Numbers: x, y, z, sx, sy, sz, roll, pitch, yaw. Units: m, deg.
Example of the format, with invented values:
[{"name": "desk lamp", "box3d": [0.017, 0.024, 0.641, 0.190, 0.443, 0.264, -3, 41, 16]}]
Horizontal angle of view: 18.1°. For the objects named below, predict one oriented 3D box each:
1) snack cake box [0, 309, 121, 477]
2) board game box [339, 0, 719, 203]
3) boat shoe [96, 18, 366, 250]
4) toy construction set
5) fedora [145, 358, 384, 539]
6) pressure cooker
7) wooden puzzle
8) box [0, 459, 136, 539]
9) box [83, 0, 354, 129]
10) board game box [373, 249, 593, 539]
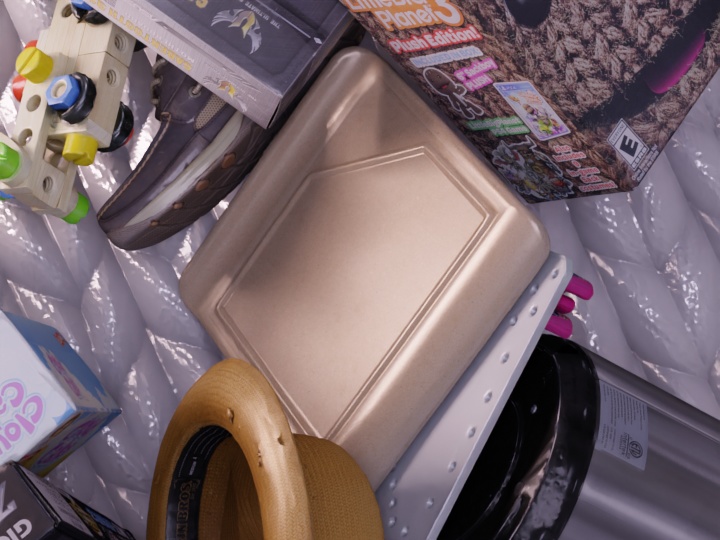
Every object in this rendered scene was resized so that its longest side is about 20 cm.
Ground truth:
[{"name": "snack cake box", "box3d": [-0.199, 0.085, 1.200, 0.115, 0.200, 0.067, -39, 87, -2]}, {"name": "board game box", "box3d": [0.097, -0.162, 1.213, 0.200, 0.097, 0.159, 45, 66, -22]}, {"name": "boat shoe", "box3d": [-0.082, -0.096, 1.281, 0.073, 0.075, 0.200, 41, 79, 10]}, {"name": "toy construction set", "box3d": [-0.188, -0.109, 1.264, 0.131, 0.092, 0.200, -4, 79, 35]}, {"name": "fedora", "box3d": [-0.041, 0.145, 1.135, 0.082, 0.201, 0.201, 3, 88, -28]}, {"name": "pressure cooker", "box3d": [0.135, 0.147, 1.209, 0.200, 0.179, 0.176, 27, 84, -22]}, {"name": "wooden puzzle", "box3d": [0.000, 0.000, 1.223, 0.185, 0.037, 0.200, -54, 46, 14]}, {"name": "box", "box3d": [-0.209, 0.196, 1.167, 0.200, 0.199, 0.050, -40, 68, -3]}, {"name": "box", "box3d": [-0.084, -0.197, 1.230, 0.200, 0.048, 0.158, 35, 68, -1]}, {"name": "board game box", "box3d": [0.028, 0.070, 1.215, 0.026, 0.200, 0.200, 29, 88, -25]}]
